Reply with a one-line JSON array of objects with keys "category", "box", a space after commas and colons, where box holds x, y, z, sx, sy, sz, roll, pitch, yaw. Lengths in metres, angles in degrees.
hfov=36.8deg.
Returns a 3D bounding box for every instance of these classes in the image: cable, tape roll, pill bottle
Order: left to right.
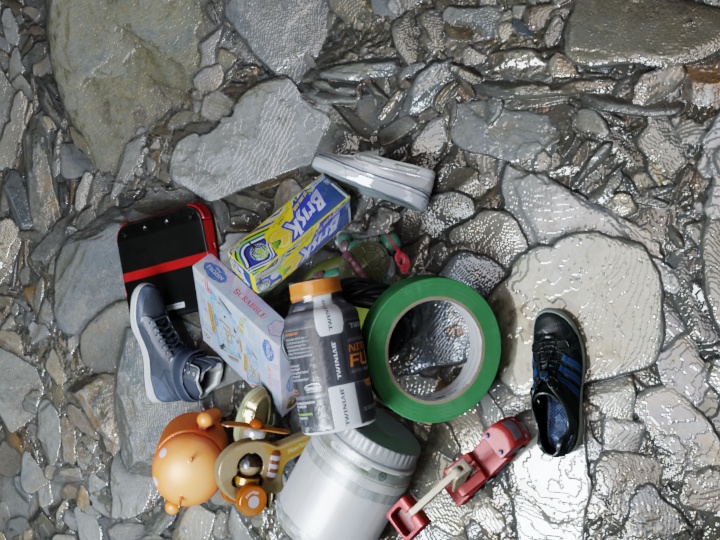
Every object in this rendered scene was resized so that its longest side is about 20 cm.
[{"category": "pill bottle", "box": [-0.045, 0.112, 1.456, 0.105, 0.106, 0.204, -11, 88, 27]}, {"category": "cable", "box": [-0.014, 0.081, 1.551, 0.198, 0.051, 0.164, -29, 115, 5]}, {"category": "tape roll", "box": [0.097, 0.109, 1.513, 0.048, 0.197, 0.204, -163, 72, -72]}]

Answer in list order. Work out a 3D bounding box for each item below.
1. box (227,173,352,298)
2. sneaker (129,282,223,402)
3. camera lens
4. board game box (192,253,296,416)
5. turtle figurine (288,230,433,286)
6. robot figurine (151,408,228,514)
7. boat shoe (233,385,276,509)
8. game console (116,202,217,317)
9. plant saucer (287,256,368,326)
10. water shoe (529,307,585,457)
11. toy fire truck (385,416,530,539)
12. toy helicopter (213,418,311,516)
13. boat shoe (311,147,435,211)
[{"category": "box", "box": [-0.103, -0.052, 1.629, 0.064, 0.070, 0.200, 39, 68, 23]}, {"category": "sneaker", "box": [-0.297, 0.118, 1.765, 0.144, 0.077, 0.206, -1, 105, 37]}, {"category": "camera lens", "box": [-0.020, 0.310, 1.574, 0.159, 0.159, 0.202, 34, 104, 25]}, {"category": "board game box", "box": [-0.174, 0.101, 1.665, 0.041, 0.201, 0.199, -37, 63, -26]}, {"category": "turtle figurine", "box": [0.000, 0.000, 1.592, 0.199, 0.101, 0.151, -37, 73, 1]}, {"category": "robot figurine", "box": [-0.264, 0.291, 1.689, 0.142, 0.200, 0.118, -30, 102, 3]}, {"category": "boat shoe", "box": [-0.157, 0.276, 1.685, 0.062, 0.073, 0.204, 20, 112, 27]}, {"category": "game console", "box": [-0.324, -0.011, 1.834, 0.197, 0.031, 0.180, -13, 87, 28]}, {"category": "plant saucer", "box": [-0.037, 0.079, 1.668, 0.197, 0.031, 0.204, -2, 86, 28]}, {"category": "water shoe", "box": [0.266, 0.151, 1.470, 0.070, 0.079, 0.204, -10, 83, 27]}, {"category": "toy fire truck", "box": [0.138, 0.285, 1.499, 0.200, 0.140, 0.049, -48, 68, 18]}, {"category": "toy helicopter", "box": [-0.131, 0.268, 1.630, 0.079, 0.198, 0.134, 13, 122, 59]}, {"category": "boat shoe", "box": [0.024, -0.149, 1.633, 0.197, 0.074, 0.068, 22, 82, 19]}]
